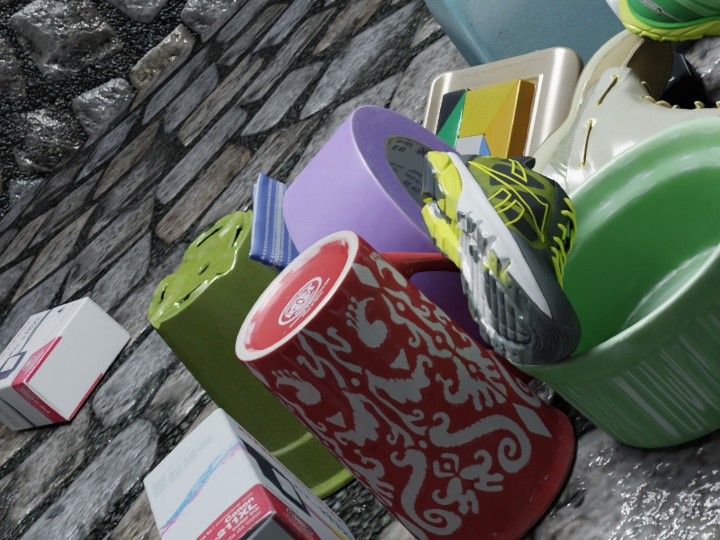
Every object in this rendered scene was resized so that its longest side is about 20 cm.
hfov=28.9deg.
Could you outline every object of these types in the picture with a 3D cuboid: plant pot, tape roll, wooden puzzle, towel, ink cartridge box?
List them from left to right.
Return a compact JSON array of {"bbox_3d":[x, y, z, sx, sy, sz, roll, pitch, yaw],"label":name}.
[{"bbox_3d":[-0.413,0.127,1.854,0.200,0.084,0.145,-16,36,54],"label":"ink cartridge box"},{"bbox_3d":[-0.059,0.193,0.934,0.083,0.146,0.200,-45,20,-1],"label":"ink cartridge box"},{"bbox_3d":[-0.068,0.056,1.149,0.200,0.190,0.200,-39,22,19],"label":"plant pot"},{"bbox_3d":[0.000,0.000,1.115,0.024,0.199,0.145,-57,17,22],"label":"towel"},{"bbox_3d":[0.044,-0.024,1.047,0.085,0.200,0.200,-48,18,23],"label":"tape roll"},{"bbox_3d":[0.102,-0.093,1.194,0.200,0.037,0.186,2,80,59],"label":"wooden puzzle"},{"bbox_3d":[0.153,-0.297,1.362,0.196,0.200,0.196,-43,21,7],"label":"plant pot"}]

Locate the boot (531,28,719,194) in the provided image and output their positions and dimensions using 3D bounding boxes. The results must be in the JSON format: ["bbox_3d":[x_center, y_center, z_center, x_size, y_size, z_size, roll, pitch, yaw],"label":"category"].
[{"bbox_3d":[0.223,-0.108,1.025,0.154,0.072,0.200,2,47,47],"label":"boot"}]

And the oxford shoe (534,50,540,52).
[{"bbox_3d":[0.113,-0.121,1.290,0.200,0.074,0.071,-42,20,11],"label":"oxford shoe"}]

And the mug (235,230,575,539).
[{"bbox_3d":[0.031,0.066,0.917,0.133,0.200,0.178,-28,27,41],"label":"mug"}]

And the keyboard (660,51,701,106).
[{"bbox_3d":[0.198,-0.097,1.157,0.200,0.021,0.127,-39,20,21],"label":"keyboard"}]

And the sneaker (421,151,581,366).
[{"bbox_3d":[0.098,-0.021,0.841,0.084,0.075,0.200,-11,38,-11],"label":"sneaker"}]

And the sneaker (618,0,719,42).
[{"bbox_3d":[0.293,-0.227,1.049,0.199,0.084,0.074,-12,34,1],"label":"sneaker"}]

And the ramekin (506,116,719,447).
[{"bbox_3d":[0.188,0.011,0.856,0.200,0.098,0.200,-39,21,19],"label":"ramekin"}]

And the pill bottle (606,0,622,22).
[{"bbox_3d":[0.298,-0.280,1.170,0.200,0.109,0.109,-38,21,22],"label":"pill bottle"}]
